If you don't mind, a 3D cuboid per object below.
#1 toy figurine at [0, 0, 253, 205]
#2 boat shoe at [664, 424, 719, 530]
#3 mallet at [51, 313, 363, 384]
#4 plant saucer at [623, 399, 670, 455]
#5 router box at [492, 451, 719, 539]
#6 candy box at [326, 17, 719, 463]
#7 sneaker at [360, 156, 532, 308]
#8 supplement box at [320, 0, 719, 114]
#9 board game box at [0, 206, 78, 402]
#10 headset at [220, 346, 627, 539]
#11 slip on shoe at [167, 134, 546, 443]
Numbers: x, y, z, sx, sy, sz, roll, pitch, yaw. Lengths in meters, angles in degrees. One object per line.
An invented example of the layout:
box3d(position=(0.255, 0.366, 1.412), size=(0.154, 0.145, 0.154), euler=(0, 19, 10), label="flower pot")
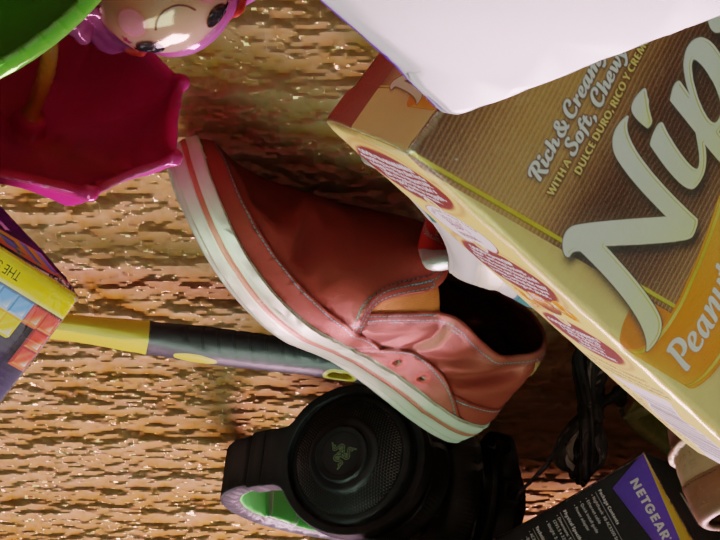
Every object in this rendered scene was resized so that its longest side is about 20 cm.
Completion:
box3d(position=(-0.084, -0.096, 0.695), size=(0.200, 0.150, 0.184), euler=(-28, 159, 1), label="toy figurine")
box3d(position=(0.206, 0.058, 0.824), size=(0.199, 0.072, 0.076), euler=(-7, 153, 8), label="boat shoe")
box3d(position=(-0.094, 0.031, 0.938), size=(0.199, 0.041, 0.066), euler=(12, 148, -13), label="mallet")
box3d(position=(0.241, 0.052, 0.962), size=(0.200, 0.048, 0.200), euler=(-21, 142, 32), label="plant saucer")
box3d(position=(0.084, 0.145, 0.999), size=(0.157, 0.052, 0.200), euler=(-32, 164, 11), label="router box")
box3d(position=(0.097, -0.030, 0.735), size=(0.200, 0.116, 0.055), euler=(40, 172, -33), label="candy box")
box3d(position=(0.077, -0.015, 0.853), size=(0.093, 0.070, 0.200), euler=(-5, 151, 36), label="sneaker")
box3d(position=(0.031, -0.152, 0.495), size=(0.103, 0.200, 0.101), euler=(-19, 143, 31), label="supplement box")
box3d(position=(-0.200, -0.050, 0.707), size=(0.057, 0.165, 0.200), euler=(-51, 132, 4), label="board game box")
box3d(position=(0.028, 0.080, 1.015), size=(0.123, 0.094, 0.200), euler=(22, 158, -40), label="headset")
box3d(position=(0.000, 0.000, 0.877), size=(0.061, 0.074, 0.200), euler=(-40, 133, 16), label="slip on shoe")
